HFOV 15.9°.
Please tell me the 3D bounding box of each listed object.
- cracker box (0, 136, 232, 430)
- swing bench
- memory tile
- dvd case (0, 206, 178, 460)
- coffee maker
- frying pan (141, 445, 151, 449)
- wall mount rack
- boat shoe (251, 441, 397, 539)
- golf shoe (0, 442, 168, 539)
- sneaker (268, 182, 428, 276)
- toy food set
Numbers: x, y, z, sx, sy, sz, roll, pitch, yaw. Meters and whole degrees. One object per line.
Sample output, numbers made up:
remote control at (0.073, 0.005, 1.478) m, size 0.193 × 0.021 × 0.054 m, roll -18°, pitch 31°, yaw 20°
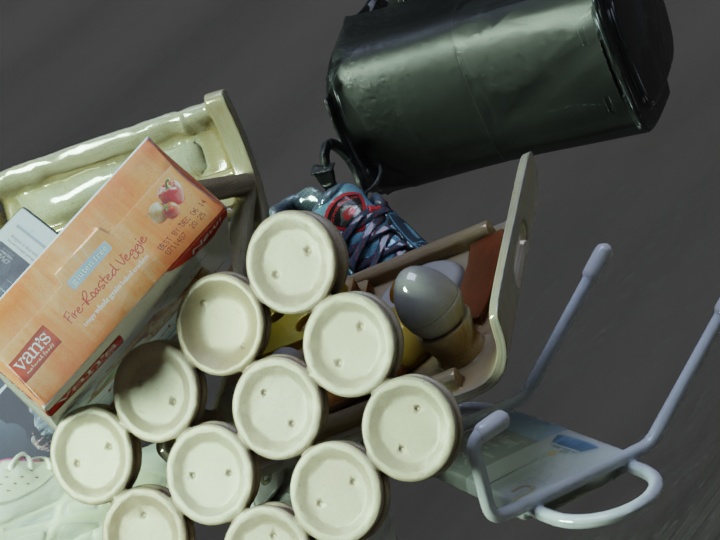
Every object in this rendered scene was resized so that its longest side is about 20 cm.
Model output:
cracker box at (-0.130, 0.017, 1.334) m, size 0.134 × 0.058 × 0.200 m, roll -48°, pitch -5°, yaw -8°
swing bench at (-0.170, -0.002, 1.640) m, size 0.198 × 0.130 × 0.200 m, roll -18°, pitch 18°, yaw 17°
memory tile at (-0.053, 0.082, 1.247) m, size 0.200 × 0.154 × 0.017 m, roll -43°, pitch -17°, yaw 21°
dvd case at (-0.209, 0.077, 1.465) m, size 0.150 × 0.025 × 0.200 m, roll 36°, pitch 76°, yaw 29°
coffee maker at (0.092, -0.120, 1.670) m, size 0.199 × 0.135 × 0.193 m, roll -13°, pitch 48°, yaw 27°
frying pan at (-0.149, 0.126, 1.462) m, size 0.189 × 0.031 × 0.115 m, roll -9°, pitch 28°, yaw 38°
wall mount rack at (0.098, 0.059, 1.302) m, size 0.173 × 0.075 × 0.200 m, roll -24°, pitch 21°, yaw -25°
boat shoe at (-0.034, 0.101, 1.340) m, size 0.070 × 0.070 × 0.200 m, roll -23°, pitch 23°, yaw -5°
golf shoe at (-0.158, 0.123, 1.364) m, size 0.200 × 0.092 × 0.075 m, roll -34°, pitch -5°, yaw -20°
sneaker at (0.000, 0.000, 1.499) m, size 0.079 × 0.096 × 0.200 m, roll -33°, pitch 24°, yaw -22°
toy food set at (-0.004, 0.020, 1.298) m, size 0.199 × 0.061 × 0.144 m, roll -21°, pitch 29°, yaw 24°
